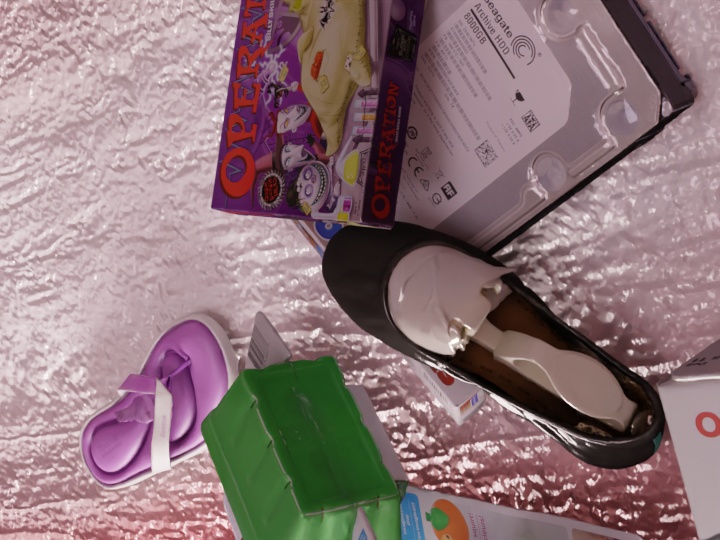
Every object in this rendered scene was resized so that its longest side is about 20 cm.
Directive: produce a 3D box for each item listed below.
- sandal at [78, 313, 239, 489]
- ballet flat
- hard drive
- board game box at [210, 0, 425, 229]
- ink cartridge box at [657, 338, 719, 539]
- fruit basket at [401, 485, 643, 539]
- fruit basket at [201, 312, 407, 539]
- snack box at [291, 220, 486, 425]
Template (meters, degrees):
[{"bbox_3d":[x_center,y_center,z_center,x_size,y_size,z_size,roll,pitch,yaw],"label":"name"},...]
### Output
[{"bbox_3d":[-0.147,0.105,0.972,0.083,0.050,0.203,54,132,11],"label":"sandal"},{"bbox_3d":[0.072,0.030,0.705,0.199,0.068,0.068,30,170,1],"label":"ballet flat"},{"bbox_3d":[0.061,-0.089,0.724,0.200,0.038,0.140,-38,81,42],"label":"hard drive"},{"bbox_3d":[-0.019,-0.126,0.728,0.120,0.032,0.202,6,88,49],"label":"board game box"},{"bbox_3d":[0.234,0.122,0.622,0.146,0.083,0.202,-8,102,43],"label":"ink cartridge box"},{"bbox_3d":[0.093,0.219,0.779,0.199,0.093,0.187,0,107,44],"label":"fruit basket"},{"bbox_3d":[-0.037,0.156,0.853,0.201,0.093,0.186,98,152,-45],"label":"fruit basket"},{"bbox_3d":[0.000,0.000,0.791,0.200,0.024,0.072,51,177,14],"label":"snack box"}]
